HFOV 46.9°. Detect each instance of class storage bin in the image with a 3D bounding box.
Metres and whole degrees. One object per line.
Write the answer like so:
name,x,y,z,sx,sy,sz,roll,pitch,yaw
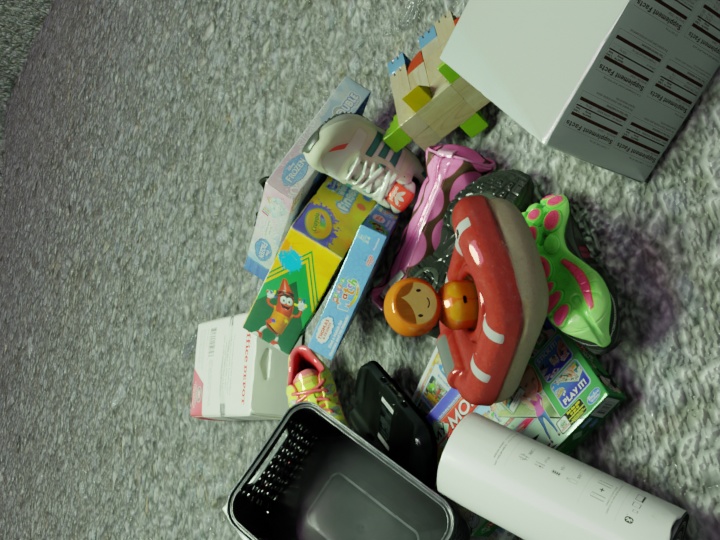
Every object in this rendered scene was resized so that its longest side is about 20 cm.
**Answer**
storage bin,-0.010,0.236,0.782,0.198,0.094,0.136,31,78,27

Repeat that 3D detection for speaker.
speaker,0.163,0.193,0.695,0.197,0.081,0.083,21,97,31

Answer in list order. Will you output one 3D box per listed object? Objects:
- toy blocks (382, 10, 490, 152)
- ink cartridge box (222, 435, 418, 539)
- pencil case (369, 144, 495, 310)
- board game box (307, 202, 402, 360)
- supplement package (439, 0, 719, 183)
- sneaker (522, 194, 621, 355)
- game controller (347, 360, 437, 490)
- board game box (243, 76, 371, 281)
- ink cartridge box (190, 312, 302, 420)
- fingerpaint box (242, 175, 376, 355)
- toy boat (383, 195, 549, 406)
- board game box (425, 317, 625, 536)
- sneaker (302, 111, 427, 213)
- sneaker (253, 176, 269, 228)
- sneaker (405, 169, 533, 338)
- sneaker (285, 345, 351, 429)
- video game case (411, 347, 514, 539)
toy blocks,0.107,-0.237,0.953,0.199,0.099,0.138,-35,39,26
ink cartridge box,-0.028,0.280,0.869,0.145,0.084,0.200,-43,60,-3
pencil case,0.078,-0.044,0.932,0.090,0.093,0.204,31,106,42
board game box,0.000,0.000,0.980,0.200,0.036,0.154,-56,-10,-73
supplement package,0.212,-0.225,0.751,0.202,0.145,0.192,-61,39,22
sneaker,0.189,0.003,0.775,0.076,0.084,0.202,-30,35,20
game controller,0.035,0.180,0.919,0.200,0.041,0.107,-138,58,-62
board game box,-0.070,-0.112,1.059,0.202,0.043,0.200,-58,-4,-32
ink cartridge box,-0.172,0.147,1.234,0.198,0.082,0.150,-13,69,53
fingerpaint box,-0.051,-0.024,1.024,0.168,0.072,0.201,-60,1,36
toy boat,0.084,0.029,0.739,0.202,0.128,0.132,98,164,-45
board game box,0.146,0.138,0.800,0.201,0.029,0.136,-54,41,25
sneaker,0.020,-0.116,0.954,0.071,0.198,0.094,-49,62,22
sneaker,-0.120,-0.041,1.222,0.070,0.077,0.205,-22,63,49
sneaker,0.121,-0.014,0.879,0.201,0.090,0.076,-54,39,5
sneaker,-0.059,0.170,1.025,0.201,0.077,0.092,-118,9,-55
video game case,0.110,0.192,0.878,0.200,0.023,0.185,45,116,51
